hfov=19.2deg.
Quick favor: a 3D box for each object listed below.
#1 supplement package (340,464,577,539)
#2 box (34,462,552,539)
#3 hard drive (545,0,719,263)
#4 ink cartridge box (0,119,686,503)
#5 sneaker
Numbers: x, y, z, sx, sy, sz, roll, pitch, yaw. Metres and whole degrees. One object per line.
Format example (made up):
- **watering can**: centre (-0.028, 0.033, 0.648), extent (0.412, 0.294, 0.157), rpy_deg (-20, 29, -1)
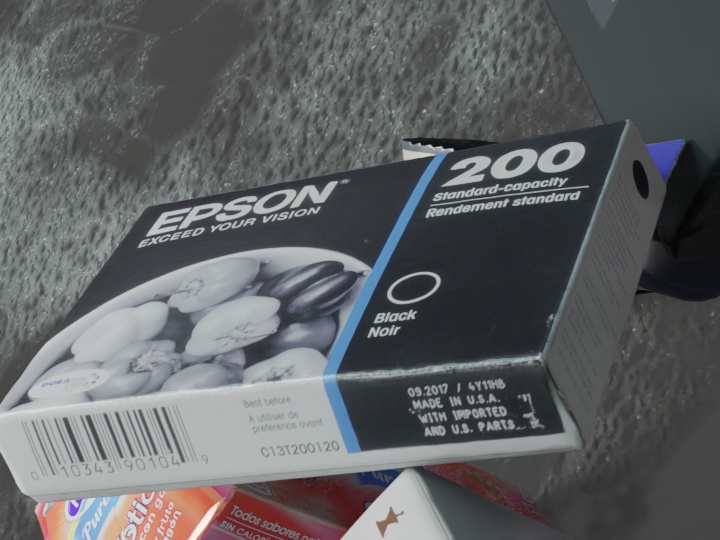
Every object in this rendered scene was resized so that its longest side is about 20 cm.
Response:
- **supplement package**: centre (0.069, 0.169, 0.689), extent (0.117, 0.200, 0.117), rpy_deg (-49, 37, 17)
- **box**: centre (-0.011, 0.118, 0.824), extent (0.095, 0.200, 0.103), rpy_deg (-53, 35, 15)
- **hard drive**: centre (0.119, -0.122, 0.826), extent (0.140, 0.033, 0.200), rpy_deg (112, 147, -46)
- **ink cartridge box**: centre (0.000, 0.000, 0.741), extent (0.198, 0.043, 0.200), rpy_deg (-8, 27, 23)
- **sneaker**: centre (0.086, -0.003, 0.915), extent (0.200, 0.070, 0.082), rpy_deg (24, 109, 53)
